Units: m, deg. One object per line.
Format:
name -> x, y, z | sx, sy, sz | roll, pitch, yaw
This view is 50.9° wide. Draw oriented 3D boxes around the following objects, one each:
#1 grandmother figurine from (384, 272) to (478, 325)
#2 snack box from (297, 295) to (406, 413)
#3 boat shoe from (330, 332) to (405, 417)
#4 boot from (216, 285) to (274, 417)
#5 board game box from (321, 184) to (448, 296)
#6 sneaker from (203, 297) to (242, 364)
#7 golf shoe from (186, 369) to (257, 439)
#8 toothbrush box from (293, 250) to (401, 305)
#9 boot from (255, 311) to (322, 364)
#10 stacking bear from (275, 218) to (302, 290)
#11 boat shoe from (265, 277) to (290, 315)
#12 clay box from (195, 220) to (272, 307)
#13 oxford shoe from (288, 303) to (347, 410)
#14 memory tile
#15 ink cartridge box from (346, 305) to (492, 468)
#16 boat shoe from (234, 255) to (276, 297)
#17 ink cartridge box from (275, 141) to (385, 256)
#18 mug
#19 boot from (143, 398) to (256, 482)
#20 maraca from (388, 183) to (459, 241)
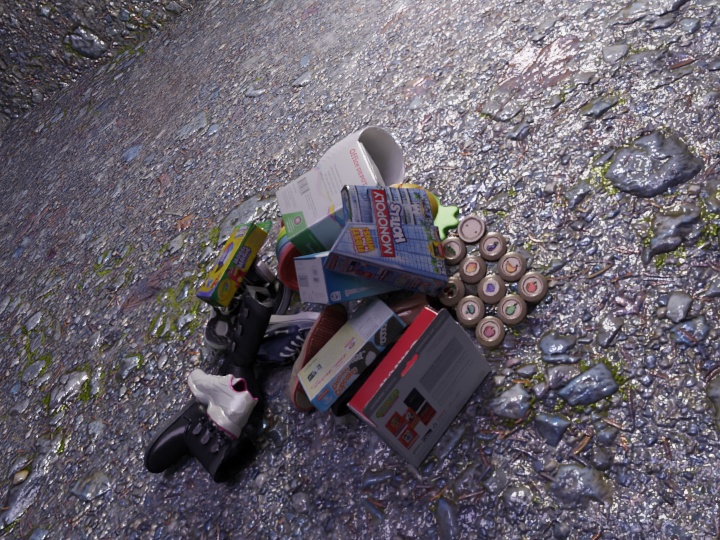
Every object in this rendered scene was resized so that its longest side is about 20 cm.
grandmother figurine -> 0.124, 0.052, 1.329 | 0.198, 0.060, 0.123 | -28, 49, 21
snack box -> -0.018, 0.137, 1.281 | 0.200, 0.037, 0.116 | -46, 21, -1
boat shoe -> 0.026, 0.180, 1.282 | 0.199, 0.072, 0.065 | -34, 44, 14
boot -> -0.201, 0.150, 1.427 | 0.164, 0.065, 0.203 | 38, 109, 47
board game box -> 0.031, -0.060, 1.258 | 0.062, 0.196, 0.203 | 124, 143, -57
sneaker -> -0.299, 0.123, 1.606 | 0.201, 0.076, 0.090 | -82, 14, -61
golf shoe -> -0.249, 0.223, 1.374 | 0.092, 0.075, 0.199 | -50, 41, -5
toothbrush box -> 0.000, 0.000, 1.347 | 0.197, 0.087, 0.146 | -10, 4, -23
boot -> -0.120, 0.136, 1.457 | 0.198, 0.072, 0.092 | -7, 63, 38
stacking bear -> -0.127, -0.062, 1.607 | 0.113, 0.121, 0.201 | -37, 34, 19
boat shoe -> -0.203, 0.089, 1.565 | 0.068, 0.057, 0.202 | -5, 49, 35
clay box -> -0.258, -0.023, 1.551 | 0.114, 0.047, 0.202 | -3, 58, 63
oxford shoe -> -0.086, 0.149, 1.377 | 0.074, 0.070, 0.203 | 12, 76, 63
memory tile -> 0.202, 0.015, 1.261 | 0.153, 0.017, 0.200 | -45, 61, 4
ink cartridge box -> 0.084, 0.166, 1.158 | 0.201, 0.176, 0.083 | -49, 39, -12
boat shoe -> -0.241, 0.019, 1.610 | 0.093, 0.075, 0.200 | -41, 7, -11
ink cartridge box -> -0.049, -0.132, 1.441 | 0.198, 0.088, 0.146 | -32, 45, 11
mug -> -0.027, -0.194, 1.603 | 0.174, 0.149, 0.200 | -16, 25, 46
boot -> -0.301, 0.341, 1.399 | 0.199, 0.066, 0.166 | 23, 72, 44
maraca -> 0.101, -0.103, 1.458 | 0.199, 0.108, 0.137 | 26, 65, 39
